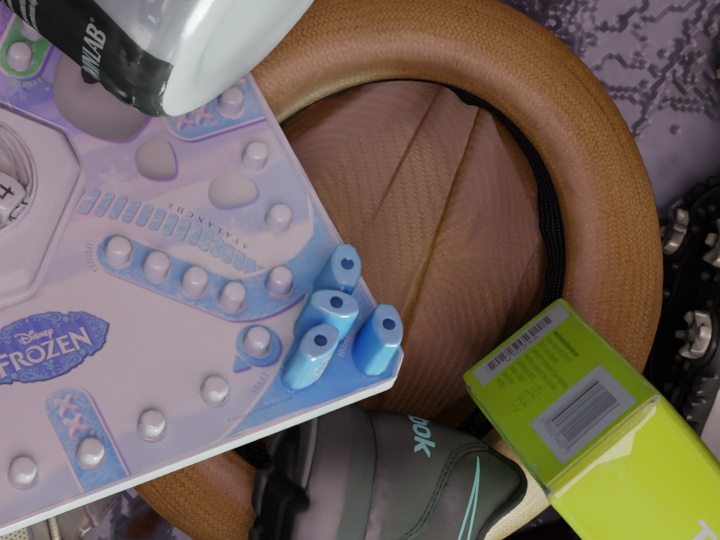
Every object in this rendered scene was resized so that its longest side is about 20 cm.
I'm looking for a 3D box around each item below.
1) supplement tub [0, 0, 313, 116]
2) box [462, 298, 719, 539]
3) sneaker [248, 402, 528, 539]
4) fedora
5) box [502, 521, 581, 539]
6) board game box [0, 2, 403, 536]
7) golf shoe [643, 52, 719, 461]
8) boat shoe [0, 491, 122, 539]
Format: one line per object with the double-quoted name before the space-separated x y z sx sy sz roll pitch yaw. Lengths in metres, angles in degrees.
"supplement tub" -0.092 -0.146 0.676 0.200 0.123 0.123 40 91 5
"box" 0.117 0.107 0.742 0.048 0.122 0.200 -40 106 1
"sneaker" -0.003 0.139 0.759 0.079 0.075 0.200 10 101 -18
"fedora" 0.000 0.000 0.808 0.201 0.082 0.201 -2 103 -6
"box" 0.042 0.152 0.841 0.200 0.075 0.100 -16 100 -5
"board game box" -0.112 -0.027 0.691 0.200 0.026 0.200 -19 70 -26
"golf shoe" 0.152 -0.013 0.835 0.088 0.077 0.200 19 95 -18
"boat shoe" -0.111 0.057 0.757 0.073 0.074 0.200 -7 110 -25
